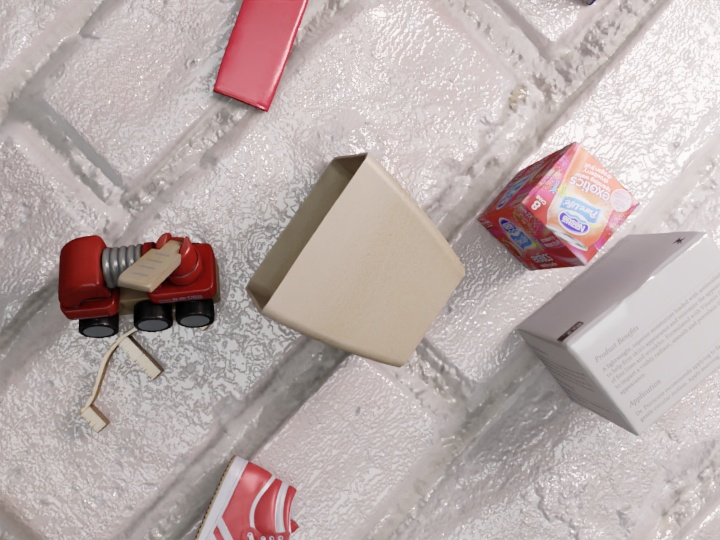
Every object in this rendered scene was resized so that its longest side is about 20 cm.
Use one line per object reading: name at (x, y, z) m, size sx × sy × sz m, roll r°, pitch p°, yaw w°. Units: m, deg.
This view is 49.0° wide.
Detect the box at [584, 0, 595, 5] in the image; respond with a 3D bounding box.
box at (0.332, -0.446, 0.936) m, size 0.105 × 0.184 × 0.200 m, roll 44°, pitch 88°, yaw -2°

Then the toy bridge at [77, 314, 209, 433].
toy bridge at (-0.271, 0.105, 0.974) m, size 0.200 × 0.027 × 0.067 m, roll -45°, pitch 92°, yaw -4°

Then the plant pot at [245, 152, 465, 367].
plant pot at (0.000, 0.000, 0.919) m, size 0.177 × 0.200 × 0.201 m, roll 36°, pitch 88°, yaw -14°

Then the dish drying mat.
dish drying mat at (-0.117, -0.305, 0.989) m, size 0.076 × 0.018 × 0.201 m, roll 20°, pitch 88°, yaw -5°

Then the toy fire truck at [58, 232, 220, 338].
toy fire truck at (-0.253, 0.006, 0.872) m, size 0.175 × 0.200 × 0.130 m, roll -5°, pitch 65°, yaw -4°

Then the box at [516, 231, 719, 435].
box at (0.320, 0.064, 0.930) m, size 0.199 × 0.200 × 0.131 m, roll -39°, pitch 95°, yaw -3°

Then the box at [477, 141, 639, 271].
box at (0.221, -0.068, 0.921) m, size 0.100 × 0.200 × 0.096 m, roll 43°, pitch 85°, yaw -3°

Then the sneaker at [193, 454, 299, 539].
sneaker at (-0.146, 0.340, 0.962) m, size 0.112 × 0.071 × 0.201 m, roll 23°, pitch 87°, yaw 0°
